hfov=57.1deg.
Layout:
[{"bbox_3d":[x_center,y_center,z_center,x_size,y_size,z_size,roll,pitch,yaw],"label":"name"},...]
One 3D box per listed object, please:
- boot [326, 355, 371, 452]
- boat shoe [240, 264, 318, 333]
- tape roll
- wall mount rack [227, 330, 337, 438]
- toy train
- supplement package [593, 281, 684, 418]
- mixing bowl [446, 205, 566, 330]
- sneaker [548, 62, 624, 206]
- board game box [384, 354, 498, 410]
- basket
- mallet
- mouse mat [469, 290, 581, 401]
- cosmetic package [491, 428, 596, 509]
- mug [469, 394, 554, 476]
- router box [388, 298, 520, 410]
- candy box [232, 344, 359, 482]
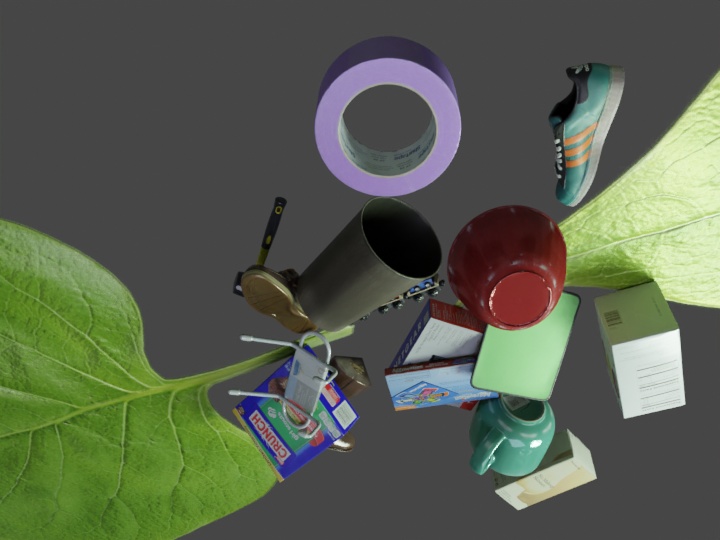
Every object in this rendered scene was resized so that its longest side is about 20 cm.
[{"bbox_3d":[-0.029,0.262,1.300,0.184,0.065,0.200,34,120,-22],"label":"boot"},{"bbox_3d":[-0.127,0.033,1.075,0.070,0.074,0.200,-16,147,22],"label":"boat shoe"},{"bbox_3d":[0.036,-0.203,0.893,0.193,0.067,0.204,2,131,2],"label":"tape roll"},{"bbox_3d":[-0.132,0.189,1.138,0.171,0.074,0.205,27,117,18],"label":"wall mount rack"},{"bbox_3d":[0.050,0.044,1.127,0.195,0.034,0.047,-20,115,19],"label":"toy train"},{"bbox_3d":[0.480,0.141,1.139,0.107,0.115,0.203,-16,128,13],"label":"supplement package"},{"bbox_3d":[0.236,0.016,1.022,0.193,0.109,0.205,-1,121,-1],"label":"mixing bowl"},{"bbox_3d":[0.288,-0.184,0.901,0.077,0.072,0.204,8,126,1],"label":"sneaker"},{"bbox_3d":[0.148,0.204,1.203,0.194,0.020,0.105,-9,128,10],"label":"board game box"},{"bbox_3d":[0.000,0.000,1.022,0.178,0.139,0.199,-3,153,-49],"label":"basket"},{"bbox_3d":[-0.164,-0.034,1.067,0.064,0.042,0.204,9,127,-10],"label":"mallet"},{"bbox_3d":[0.284,0.123,1.143,0.156,0.008,0.206,11,103,-11],"label":"mouse mat"},{"bbox_3d":[0.389,0.429,1.419,0.198,0.072,0.105,-35,121,28],"label":"cosmetic package"},{"bbox_3d":[0.285,0.295,1.232,0.148,0.187,0.117,14,128,3],"label":"mug"},{"bbox_3d":[0.165,0.159,1.209,0.175,0.050,0.203,16,130,-12],"label":"router box"},{"bbox_3d":[-0.126,0.271,1.248,0.199,0.077,0.171,-41,83,32],"label":"candy box"}]
